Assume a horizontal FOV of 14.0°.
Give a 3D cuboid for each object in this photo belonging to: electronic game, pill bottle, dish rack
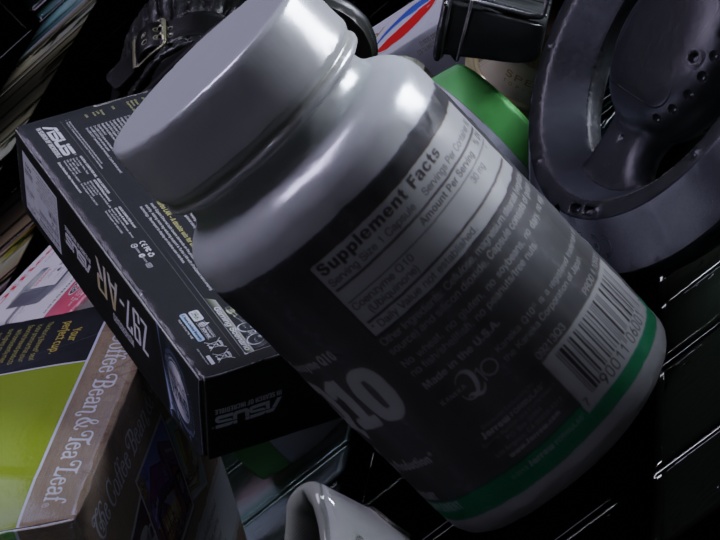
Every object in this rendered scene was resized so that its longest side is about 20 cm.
[{"bbox_3d":[0.135,-0.089,1.199,0.200,0.042,0.200,-39,37,39],"label":"electronic game"},{"bbox_3d":[0.010,-0.007,1.090,0.113,0.200,0.113,-41,14,12],"label":"pill bottle"},{"bbox_3d":[0.083,-0.195,1.319,0.153,0.055,0.200,-71,-6,-75],"label":"dish rack"}]

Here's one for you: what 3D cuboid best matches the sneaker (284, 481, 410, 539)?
[{"bbox_3d":[-0.050,0.160,1.019,0.200,0.089,0.074,-53,18,-28],"label":"sneaker"}]

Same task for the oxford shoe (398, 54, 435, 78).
[{"bbox_3d":[-0.003,-0.032,1.520,0.200,0.058,0.075,-52,12,43],"label":"oxford shoe"}]

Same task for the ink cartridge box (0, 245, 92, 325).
[{"bbox_3d":[-0.125,0.008,1.679,0.146,0.085,0.200,-47,13,-17],"label":"ink cartridge box"}]

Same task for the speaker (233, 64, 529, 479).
[{"bbox_3d":[0.000,0.000,1.342,0.200,0.088,0.088,-45,14,-3],"label":"speaker"}]

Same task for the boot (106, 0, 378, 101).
[{"bbox_3d":[-0.067,-0.115,1.568,0.211,0.079,0.158,-29,24,30],"label":"boot"}]

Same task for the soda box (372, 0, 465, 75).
[{"bbox_3d":[0.026,-0.101,1.613,0.200,0.064,0.068,-29,20,49],"label":"soda box"}]

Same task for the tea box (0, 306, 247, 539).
[{"bbox_3d":[-0.168,0.124,1.216,0.197,0.134,0.200,-11,23,13],"label":"tea box"}]

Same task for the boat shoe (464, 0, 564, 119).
[{"bbox_3d":[0.083,-0.153,1.484,0.200,0.071,0.065,-100,22,-47],"label":"boat shoe"}]

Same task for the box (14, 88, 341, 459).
[{"bbox_3d":[-0.036,-0.016,1.232,0.160,0.044,0.200,-18,40,-21],"label":"box"}]
